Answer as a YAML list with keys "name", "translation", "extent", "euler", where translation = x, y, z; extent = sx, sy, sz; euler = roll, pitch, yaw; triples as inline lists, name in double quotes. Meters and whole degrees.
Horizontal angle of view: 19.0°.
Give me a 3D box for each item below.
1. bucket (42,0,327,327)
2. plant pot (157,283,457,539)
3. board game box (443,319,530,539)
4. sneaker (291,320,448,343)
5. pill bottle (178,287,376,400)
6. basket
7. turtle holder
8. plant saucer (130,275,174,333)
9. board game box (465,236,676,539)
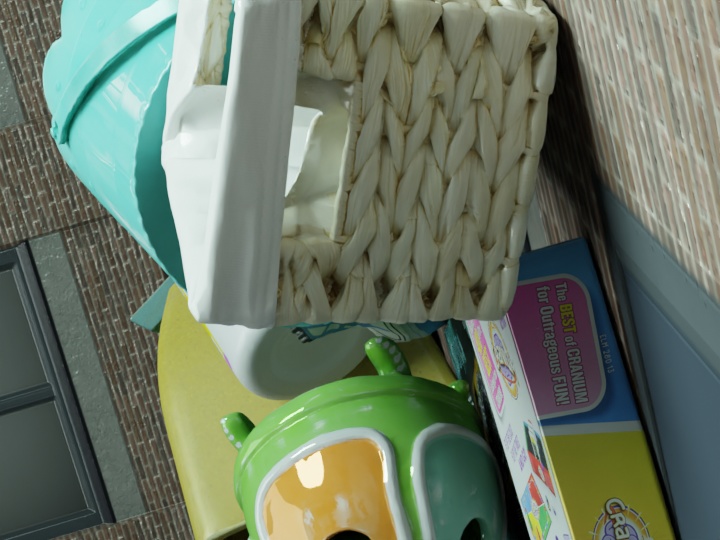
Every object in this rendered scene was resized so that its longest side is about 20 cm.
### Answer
- name: "bucket"
  translation: [-0.042, -0.081, 1.038]
  extent: [0.135, 0.206, 0.208]
  euler: [-131, 23, -57]
- name: "plant pot"
  translation: [-0.036, 0.089, 1.444]
  extent: [0.196, 0.193, 0.201]
  euler: [72, 174, -65]
- name: "board game box"
  translation: [0.080, 0.079, 1.161]
  extent: [0.200, 0.028, 0.136]
  euler: [94, 160, -81]
- name: "sneaker"
  translation: [0.000, 0.000, 1.200]
  extent: [0.072, 0.072, 0.200]
  euler: [60, -159, 17]
- name: "pill bottle"
  translation: [-0.073, -0.019, 1.357]
  extent: [0.200, 0.104, 0.105]
  euler: [54, 165, 37]
- name: "basket"
  translation: [-0.007, -0.069, 0.850]
  extent: [0.200, 0.122, 0.137]
  euler: [-112, 29, -67]
- name: "turtle holder"
  translation: [0.012, 0.140, 1.141]
  extent: [0.186, 0.140, 0.132]
  euler: [80, 172, -54]
- name: "plant saucer"
  translation: [-0.072, -0.023, 1.481]
  extent: [0.070, 0.200, 0.019]
  euler: [16, -148, -55]
- name: "board game box"
  translation: [0.095, 0.096, 0.906]
  extent: [0.153, 0.040, 0.201]
  euler: [108, 146, -84]
